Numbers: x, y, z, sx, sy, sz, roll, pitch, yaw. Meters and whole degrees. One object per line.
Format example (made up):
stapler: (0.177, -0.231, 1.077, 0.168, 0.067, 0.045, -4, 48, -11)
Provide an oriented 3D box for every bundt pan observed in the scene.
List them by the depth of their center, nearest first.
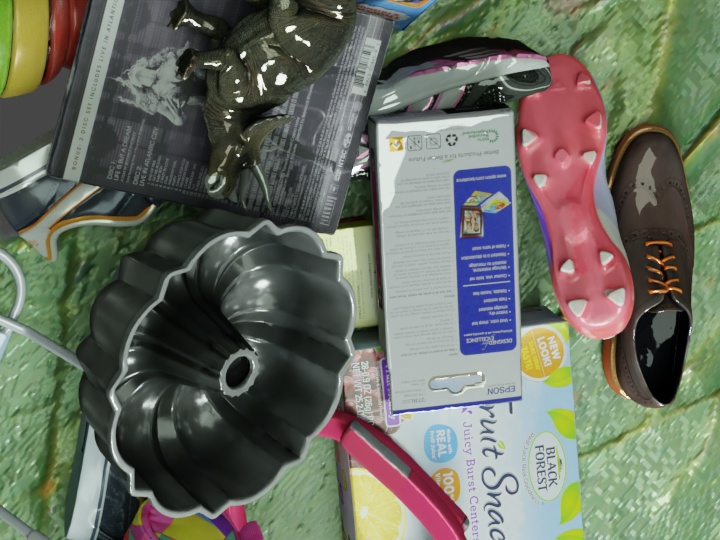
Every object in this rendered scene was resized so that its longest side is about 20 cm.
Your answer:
bundt pan: (-0.100, 0.052, 1.266, 0.201, 0.075, 0.204, -23, 125, -37)

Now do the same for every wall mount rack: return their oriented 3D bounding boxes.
wall mount rack: (-0.256, 0.091, 1.311, 0.172, 0.075, 0.202, 24, 95, -7)

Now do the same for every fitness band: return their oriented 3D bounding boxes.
fitness band: (-0.011, 0.183, 1.351, 0.200, 0.037, 0.144, 44, 108, 0)

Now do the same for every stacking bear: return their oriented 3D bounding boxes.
stacking bear: (-0.227, -0.164, 1.270, 0.198, 0.121, 0.115, -1, 102, -20)

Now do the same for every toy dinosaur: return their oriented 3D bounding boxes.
toy dinosaur: (-0.052, -0.142, 1.219, 0.102, 0.077, 0.200, 28, 110, -35)

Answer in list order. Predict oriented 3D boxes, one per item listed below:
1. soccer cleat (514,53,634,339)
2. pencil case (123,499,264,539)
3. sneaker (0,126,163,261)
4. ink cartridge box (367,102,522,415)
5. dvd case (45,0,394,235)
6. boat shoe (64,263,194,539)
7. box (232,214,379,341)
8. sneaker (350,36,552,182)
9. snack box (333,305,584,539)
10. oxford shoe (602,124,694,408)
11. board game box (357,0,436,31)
soccer cleat: (0.150, -0.049, 1.388, 0.066, 0.077, 0.202, -12, 75, 5)
pencil case: (-0.141, 0.246, 1.338, 0.088, 0.089, 0.201, 21, 116, -15)
sneaker: (-0.146, -0.081, 1.315, 0.199, 0.078, 0.080, -30, 104, -1)
ink cartridge box: (0.058, -0.008, 1.328, 0.094, 0.037, 0.202, -6, 102, -10)
dvd case: (-0.089, -0.112, 1.274, 0.198, 0.016, 0.150, 11, 104, -22)
boat shoe: (-0.141, 0.093, 1.352, 0.090, 0.071, 0.202, 9, 104, -15)
box: (0.000, 0.000, 1.375, 0.198, 0.050, 0.076, -8, 101, -11)
sneaker: (0.036, -0.100, 1.361, 0.198, 0.080, 0.087, -15, 109, 2)
snack box: (0.068, 0.137, 1.404, 0.167, 0.068, 0.202, -7, 102, -11)
oxford shoe: (0.213, -0.002, 1.410, 0.070, 0.073, 0.202, -5, 100, -12)
board game box: (-0.011, -0.208, 1.260, 0.150, 0.200, 0.037, 11, 78, -14)
